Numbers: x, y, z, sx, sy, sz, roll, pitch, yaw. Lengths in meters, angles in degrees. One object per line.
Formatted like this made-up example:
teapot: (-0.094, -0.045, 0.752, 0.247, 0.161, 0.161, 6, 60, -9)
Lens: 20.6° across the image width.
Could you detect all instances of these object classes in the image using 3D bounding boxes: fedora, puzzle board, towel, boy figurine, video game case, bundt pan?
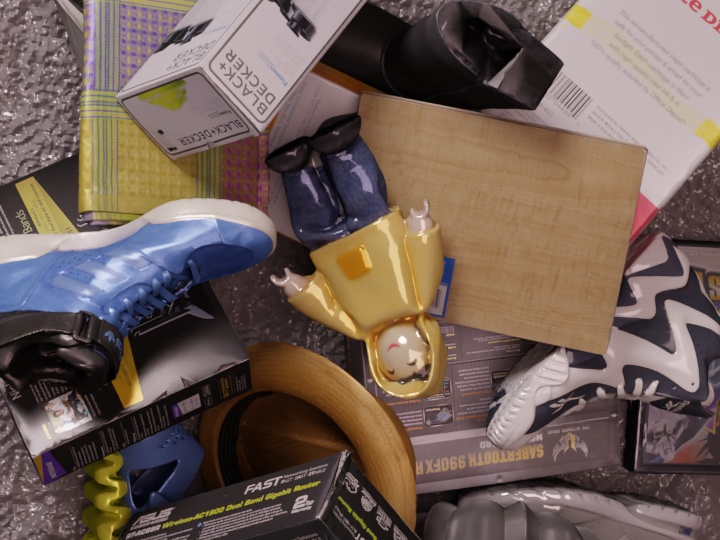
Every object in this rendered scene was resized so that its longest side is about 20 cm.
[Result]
fedora: (-0.026, 0.136, 1.408, 0.082, 0.200, 0.201, -17, 102, -50)
puzzle board: (0.086, -0.033, 1.367, 0.199, 0.017, 0.151, 12, 110, 8)
towel: (-0.127, -0.120, 1.334, 0.143, 0.023, 0.201, 3, 83, -34)
boy figurine: (0.000, 0.000, 1.353, 0.124, 0.064, 0.201, -19, 100, 13)
video game case: (0.308, 0.070, 1.548, 0.199, 0.025, 0.182, 3, 95, -16)
bundt pan: (0.096, 0.231, 1.435, 0.201, 0.202, 0.076, 20, 52, -16)

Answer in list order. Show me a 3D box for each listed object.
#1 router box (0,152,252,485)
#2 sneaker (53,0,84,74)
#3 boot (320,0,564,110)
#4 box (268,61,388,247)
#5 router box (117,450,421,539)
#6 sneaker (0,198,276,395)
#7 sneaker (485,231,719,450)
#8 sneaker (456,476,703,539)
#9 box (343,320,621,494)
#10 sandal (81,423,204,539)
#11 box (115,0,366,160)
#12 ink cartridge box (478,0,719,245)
router box: (-0.185, 0.023, 1.343, 0.157, 0.052, 0.200, -24, 65, -12)
sneaker: (-0.180, -0.176, 1.365, 0.074, 0.079, 0.201, -33, 103, -32)
boot: (0.031, -0.156, 1.361, 0.164, 0.200, 0.066, 20, 90, -16)
box: (0.010, -0.061, 1.401, 0.199, 0.041, 0.119, 26, 110, 0)
router box: (-0.050, 0.212, 1.330, 0.150, 0.200, 0.062, 51, 38, -25)
sneaker: (-0.148, 0.024, 1.267, 0.199, 0.077, 0.112, -8, 57, 1)
sneaker: (0.193, 0.083, 1.439, 0.130, 0.079, 0.199, 45, 72, -6)
sneaker: (0.165, 0.204, 1.495, 0.199, 0.075, 0.082, 13, 90, -17)
box: (0.091, 0.079, 1.478, 0.199, 0.048, 0.159, -7, 97, -14)
sandal: (-0.152, 0.129, 1.408, 0.087, 0.079, 0.201, -2, 104, -19)
box: (-0.060, -0.169, 1.302, 0.060, 0.116, 0.200, 47, 62, -21)
ink cartridge box: (0.194, -0.126, 1.448, 0.145, 0.083, 0.200, 42, 81, 3)
